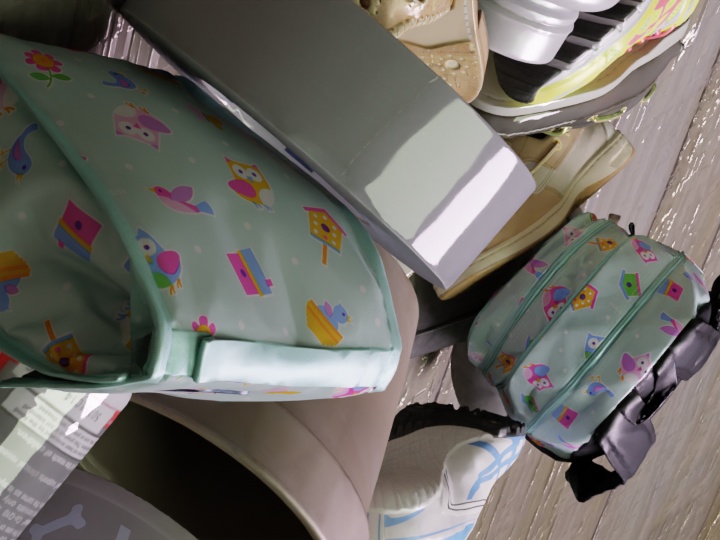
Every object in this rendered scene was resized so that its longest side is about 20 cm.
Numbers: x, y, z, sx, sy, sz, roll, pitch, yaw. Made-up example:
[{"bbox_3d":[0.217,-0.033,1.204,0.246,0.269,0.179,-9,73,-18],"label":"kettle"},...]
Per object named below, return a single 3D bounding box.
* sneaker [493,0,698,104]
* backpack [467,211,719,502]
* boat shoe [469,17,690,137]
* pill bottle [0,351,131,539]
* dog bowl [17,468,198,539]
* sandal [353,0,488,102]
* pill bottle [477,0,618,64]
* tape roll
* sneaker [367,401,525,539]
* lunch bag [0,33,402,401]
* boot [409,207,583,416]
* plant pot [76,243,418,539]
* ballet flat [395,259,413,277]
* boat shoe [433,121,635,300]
[{"bbox_3d":[0.152,-0.154,1.673,0.200,0.078,0.090,-47,143,-22],"label":"sneaker"},{"bbox_3d":[0.137,0.044,1.745,0.167,0.126,0.200,-56,173,1],"label":"backpack"},{"bbox_3d":[0.123,-0.111,1.726,0.202,0.072,0.060,-29,145,-47],"label":"boat shoe"},{"bbox_3d":[-0.210,0.097,1.372,0.200,0.114,0.114,-51,157,-2],"label":"pill bottle"},{"bbox_3d":[-0.126,0.191,1.536,0.059,0.200,0.200,-50,160,-31],"label":"dog bowl"},{"bbox_3d":[0.018,-0.130,1.438,0.212,0.077,0.070,65,29,-52],"label":"sandal"},{"bbox_3d":[0.112,-0.210,1.512,0.109,0.109,0.200,-10,134,-57],"label":"pill bottle"},{"bbox_3d":[-0.015,-0.079,1.359,0.066,0.200,0.200,-49,157,-2],"label":"tape roll"},{"bbox_3d":[0.039,0.124,1.646,0.200,0.072,0.073,-35,135,-63],"label":"sneaker"},{"bbox_3d":[-0.095,-0.006,1.288,0.170,0.200,0.122,8,119,-52],"label":"lunch bag"},{"bbox_3d":[0.052,0.036,1.817,0.200,0.072,0.182,-27,134,-56],"label":"boot"},{"bbox_3d":[-0.058,0.061,1.534,0.174,0.200,0.200,-56,162,-30],"label":"plant pot"},{"bbox_3d":[0.000,0.000,1.659,0.200,0.075,0.068,-49,120,-4],"label":"ballet flat"},{"bbox_3d":[0.088,-0.049,1.743,0.074,0.069,0.200,-33,-175,39],"label":"boat shoe"}]
